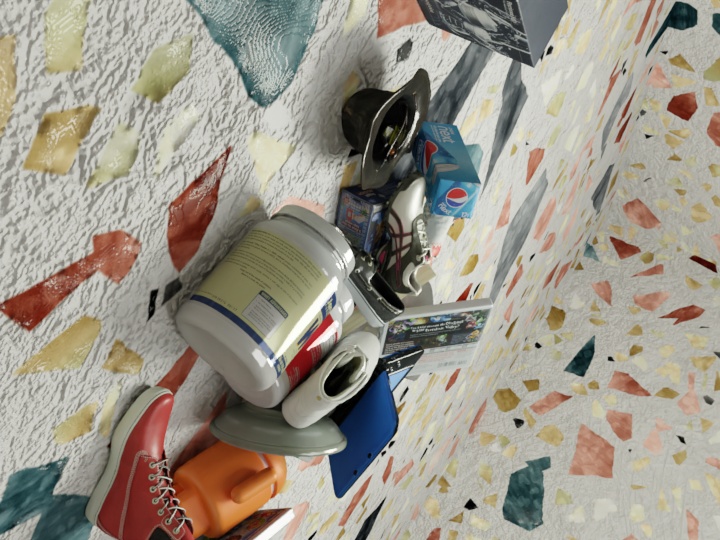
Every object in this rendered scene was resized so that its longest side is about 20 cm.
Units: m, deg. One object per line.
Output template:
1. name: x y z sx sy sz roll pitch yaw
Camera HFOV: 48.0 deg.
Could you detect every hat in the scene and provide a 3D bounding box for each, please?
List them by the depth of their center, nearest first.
1. hat: 0.022 -0.207 1.113 0.201 0.081 0.201 -54 166 -20

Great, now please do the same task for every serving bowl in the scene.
1. serving bowl: 0.087 0.113 1.587 0.200 0.065 0.201 -172 -90 -80

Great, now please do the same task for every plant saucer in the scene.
1. plant saucer: -0.115 0.216 1.164 0.200 0.199 0.051 1 98 -67

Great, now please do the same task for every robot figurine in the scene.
1. robot figurine: -0.190 0.304 1.173 0.200 0.117 0.144 -28 154 -38

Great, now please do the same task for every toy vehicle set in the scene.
1. toy vehicle set: 0.024 0.060 1.347 0.200 0.027 0.124 -33 177 -15

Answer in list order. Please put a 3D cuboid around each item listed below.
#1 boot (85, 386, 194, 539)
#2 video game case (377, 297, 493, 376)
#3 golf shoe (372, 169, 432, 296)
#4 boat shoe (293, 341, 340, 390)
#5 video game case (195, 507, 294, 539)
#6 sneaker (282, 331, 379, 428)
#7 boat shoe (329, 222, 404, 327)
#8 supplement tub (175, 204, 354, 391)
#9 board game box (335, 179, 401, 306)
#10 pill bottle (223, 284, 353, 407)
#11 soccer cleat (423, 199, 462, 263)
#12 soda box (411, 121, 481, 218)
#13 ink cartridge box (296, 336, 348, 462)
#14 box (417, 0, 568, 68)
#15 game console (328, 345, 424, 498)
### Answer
1. boot: -0.239 0.254 0.980 0.072 0.144 0.201 1 114 -64
2. video game case: 0.122 0.124 1.438 0.199 0.023 0.182 -6 139 -15
3. golf shoe: 0.078 -0.056 1.241 0.077 0.088 0.201 -30 141 -51
4. boat shoe: -0.071 0.160 1.258 0.200 0.072 0.066 -25 155 -4
5. video game case: -0.212 0.387 1.171 0.143 0.199 0.018 -22 96 -59
6. sneaker: -0.012 0.135 1.118 0.116 0.074 0.200 -39 -178 46
7. boat shoe: 0.000 0.000 1.214 0.200 0.056 0.069 56 21 -29
8. supplement tub: -0.112 0.030 0.995 0.200 0.145 0.145 -51 156 -25
9. board game box: 0.014 -0.044 1.313 0.200 0.062 0.201 -24 138 -58
10. pill bottle: -0.099 0.091 1.146 0.200 0.112 0.113 -45 153 -39
11. soccer cleat: 0.123 -0.087 1.347 0.200 0.068 0.086 -46 143 -41
12. soda box: 0.133 -0.163 1.283 0.200 0.067 0.064 -99 -162 -55
13. ink cartridge box: -0.057 0.220 1.367 0.200 0.083 0.147 -42 156 -3
14. box: 0.168 -0.386 1.082 0.104 0.182 0.200 -61 158 0
15. game console: 0.031 0.234 1.266 0.170 0.118 0.200 -13 146 -48
